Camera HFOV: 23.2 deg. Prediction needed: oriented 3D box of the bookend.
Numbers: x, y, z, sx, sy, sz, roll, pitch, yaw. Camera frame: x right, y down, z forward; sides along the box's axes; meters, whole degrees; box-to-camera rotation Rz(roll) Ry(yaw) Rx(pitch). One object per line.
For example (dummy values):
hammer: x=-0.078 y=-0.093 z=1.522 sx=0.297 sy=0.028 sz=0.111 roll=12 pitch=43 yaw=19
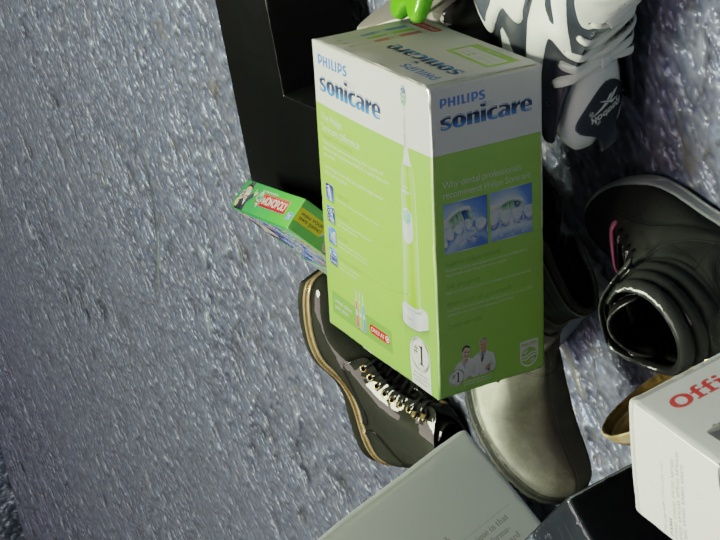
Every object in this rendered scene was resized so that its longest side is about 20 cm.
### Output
bookend: x=-0.024 y=-0.153 z=1.392 sx=0.198 sy=0.091 sz=0.202 roll=28 pitch=134 yaw=56

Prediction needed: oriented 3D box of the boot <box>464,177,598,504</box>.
boot: x=0.117 y=0.047 z=1.160 sx=0.131 sy=0.067 sz=0.202 roll=-46 pitch=64 yaw=56

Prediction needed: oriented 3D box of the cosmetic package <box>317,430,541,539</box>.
cosmetic package: x=0.069 y=0.276 z=1.432 sx=0.200 sy=0.166 sz=0.168 roll=50 pitch=155 yaw=12

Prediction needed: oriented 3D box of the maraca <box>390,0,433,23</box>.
maraca: x=0.054 y=-0.245 z=1.080 sx=0.201 sy=0.106 sz=0.138 roll=118 pitch=156 yaw=-45

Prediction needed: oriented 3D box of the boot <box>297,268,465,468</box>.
boot: x=0.030 y=0.091 z=1.539 sx=0.138 sy=0.077 sz=0.201 roll=14 pitch=136 yaw=59

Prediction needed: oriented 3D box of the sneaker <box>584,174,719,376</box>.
sneaker: x=0.171 y=0.000 z=1.070 sx=0.200 sy=0.098 sz=0.071 roll=34 pitch=142 yaw=57

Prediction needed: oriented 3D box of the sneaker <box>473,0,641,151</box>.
sneaker: x=0.143 y=-0.134 z=1.044 sx=0.199 sy=0.079 sz=0.131 roll=1 pitch=117 yaw=61

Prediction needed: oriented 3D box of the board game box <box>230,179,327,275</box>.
board game box: x=0.000 y=0.000 z=1.403 sx=0.199 sy=0.029 sz=0.134 roll=36 pitch=173 yaw=-24

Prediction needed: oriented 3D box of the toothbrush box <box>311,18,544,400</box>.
toothbrush box: x=0.043 y=-0.043 z=1.109 sx=0.145 sy=0.085 sz=0.202 roll=31 pitch=131 yaw=55

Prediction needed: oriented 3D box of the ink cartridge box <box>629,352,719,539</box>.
ink cartridge box: x=0.256 y=0.113 z=0.912 sx=0.200 sy=0.145 sz=0.086 roll=35 pitch=143 yaw=52

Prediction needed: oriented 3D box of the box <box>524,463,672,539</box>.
box: x=0.204 y=0.248 z=1.203 sx=0.198 sy=0.117 sz=0.200 roll=61 pitch=158 yaw=17

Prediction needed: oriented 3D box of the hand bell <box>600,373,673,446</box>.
hand bell: x=0.244 y=0.157 z=1.091 sx=0.201 sy=0.104 sz=0.104 roll=58 pitch=159 yaw=-6

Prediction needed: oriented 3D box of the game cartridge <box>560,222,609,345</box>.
game cartridge: x=0.081 y=-0.025 z=1.264 sx=0.200 sy=0.041 sz=0.133 roll=48 pitch=148 yaw=11

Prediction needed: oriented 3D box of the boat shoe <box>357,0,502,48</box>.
boat shoe: x=0.063 y=-0.152 z=1.226 sx=0.093 sy=0.074 sz=0.200 roll=55 pitch=173 yaw=-15
